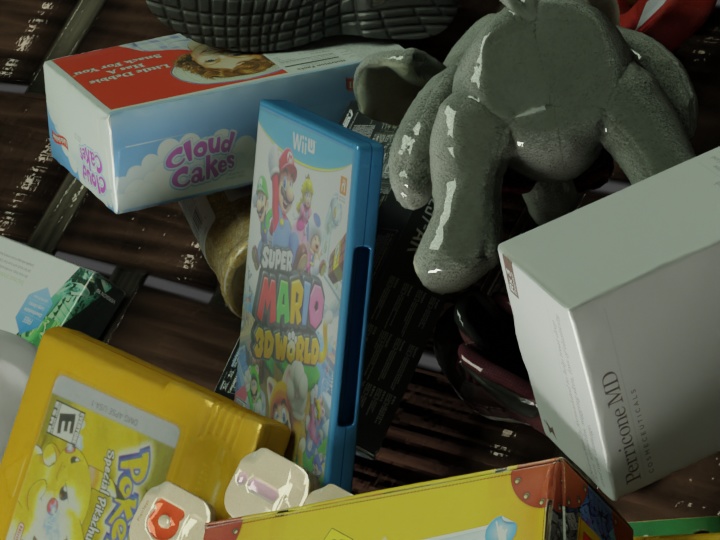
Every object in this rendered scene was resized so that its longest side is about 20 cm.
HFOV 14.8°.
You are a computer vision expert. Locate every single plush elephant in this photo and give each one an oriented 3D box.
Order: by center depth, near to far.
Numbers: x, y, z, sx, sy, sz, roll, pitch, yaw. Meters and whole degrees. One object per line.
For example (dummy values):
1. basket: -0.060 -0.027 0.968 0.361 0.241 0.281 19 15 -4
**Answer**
1. plush elephant: 0.086 -0.083 1.447 0.165 0.200 0.155 -17 -6 -1

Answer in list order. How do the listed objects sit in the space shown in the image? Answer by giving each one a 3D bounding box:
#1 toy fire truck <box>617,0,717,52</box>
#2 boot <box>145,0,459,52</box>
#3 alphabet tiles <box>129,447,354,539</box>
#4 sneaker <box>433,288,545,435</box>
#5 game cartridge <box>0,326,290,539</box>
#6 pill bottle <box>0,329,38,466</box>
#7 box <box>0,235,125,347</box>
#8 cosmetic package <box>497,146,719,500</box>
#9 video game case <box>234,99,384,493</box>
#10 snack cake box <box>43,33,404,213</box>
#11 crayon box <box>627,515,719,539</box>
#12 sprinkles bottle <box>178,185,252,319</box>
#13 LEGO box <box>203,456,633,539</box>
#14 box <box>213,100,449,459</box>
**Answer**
1. toy fire truck: 0.183 -0.201 1.561 0.168 0.112 0.200 134 156 -61
2. boot: -0.040 -0.184 1.729 0.132 0.200 0.070 -106 24 -68
3. alphabet tiles: -0.062 0.196 1.414 0.196 0.015 0.200 24 88 37
4. sneaker: 0.076 0.034 1.445 0.076 0.116 0.200 -56 34 -4
5. game cartridge: -0.135 0.139 1.535 0.200 0.032 0.176 20 93 48
6. pill bottle: -0.262 0.110 1.702 0.200 0.112 0.112 -28 38 57
7. box: -0.253 0.079 1.870 0.144 0.036 0.200 17 75 54
8. cosmetic package: 0.174 0.009 1.282 0.200 0.113 0.081 -26 31 -14
9. video game case: -0.031 0.019 1.481 0.143 0.018 0.200 -150 63 -64
10. snack cake box: -0.080 -0.101 1.694 0.200 0.067 0.115 -13 27 -22
11. crayon box: 0.125 0.195 1.300 0.127 0.051 0.200 -10 52 46
12. sprinkles bottle: -0.079 -0.044 1.745 0.068 0.068 0.200 -45 35 11
13. LEGO box: 0.017 0.182 1.288 0.200 0.077 0.149 -13 51 29
14. box: 0.000 0.000 1.584 0.200 0.044 0.160 -66 23 -7
